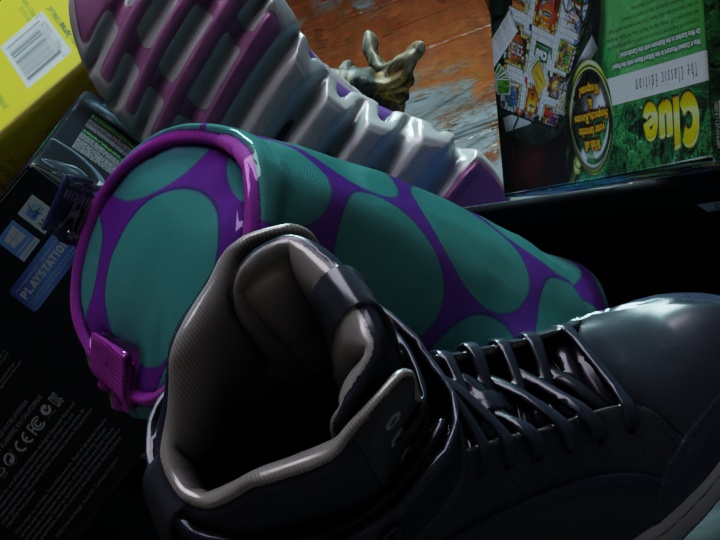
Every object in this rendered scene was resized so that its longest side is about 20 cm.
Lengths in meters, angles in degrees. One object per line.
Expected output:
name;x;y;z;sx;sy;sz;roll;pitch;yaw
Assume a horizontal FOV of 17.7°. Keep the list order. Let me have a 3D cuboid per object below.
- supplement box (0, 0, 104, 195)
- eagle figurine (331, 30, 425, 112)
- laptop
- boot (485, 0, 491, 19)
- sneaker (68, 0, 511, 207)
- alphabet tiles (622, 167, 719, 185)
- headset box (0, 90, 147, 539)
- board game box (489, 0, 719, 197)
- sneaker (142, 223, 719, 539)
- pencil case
supplement box;-0.156;-0.024;0.998;0.200;0.109;0.110;-40;33;0
eagle figurine;-0.055;-0.059;1.203;0.199;0.152;0.151;-25;10;-25
laptop;0.145;-0.033;0.863;0.177;0.104;0.200;-6;27;48
boot;0.162;-0.134;1.202;0.200;0.145;0.071;-14;14;25
sneaker;-0.034;-0.058;0.928;0.081;0.200;0.088;-52;8;-3
alphabet tiles;0.201;-0.055;0.994;0.199;0.006;0.166;-15;-5;22
headset box;-0.125;0.036;0.859;0.174;0.093;0.200;-51;8;9
board game box;0.087;-0.082;0.806;0.023;0.105;0.200;-1;0;-16
sneaker;0.032;0.034;0.638;0.202;0.146;0.077;-29;53;-16
pencil case;-0.002;0.017;0.724;0.200;0.085;0.093;19;-68;-48
